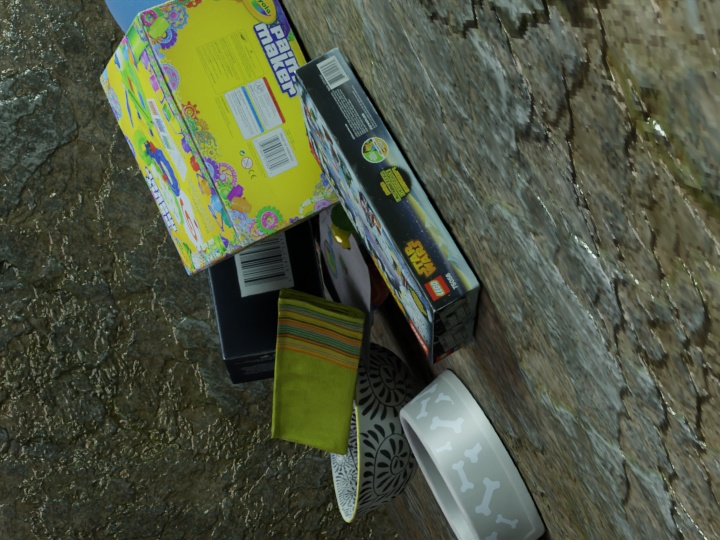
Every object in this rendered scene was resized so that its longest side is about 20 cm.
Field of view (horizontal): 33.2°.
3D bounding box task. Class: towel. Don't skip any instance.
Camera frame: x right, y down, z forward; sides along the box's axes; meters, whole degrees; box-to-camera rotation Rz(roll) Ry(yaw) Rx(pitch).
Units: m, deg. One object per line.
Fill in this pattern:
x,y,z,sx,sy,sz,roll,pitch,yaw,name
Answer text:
-0.045,0.104,1.174,0.018,0.085,0.202,-63,-15,-47,towel

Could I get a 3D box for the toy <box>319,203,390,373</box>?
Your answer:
0.000,0.000,1.155,0.201,0.047,0.116,84,162,-59,toy

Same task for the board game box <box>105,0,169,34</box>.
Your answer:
-0.159,-0.256,1.162,0.198,0.039,0.159,9,142,35,board game box

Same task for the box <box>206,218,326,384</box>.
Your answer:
-0.103,0.006,1.291,0.200,0.115,0.200,101,158,-77,box

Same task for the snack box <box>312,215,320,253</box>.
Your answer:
-0.048,-0.049,1.416,0.073,0.024,0.200,66,173,-17,snack box

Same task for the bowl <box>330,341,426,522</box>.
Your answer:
0.024,0.162,1.289,0.201,0.092,0.205,178,90,-79,bowl

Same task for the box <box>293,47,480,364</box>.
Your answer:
0.019,-0.042,0.869,0.202,0.039,0.137,60,174,18,box

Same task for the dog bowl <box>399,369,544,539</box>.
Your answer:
0.100,0.192,1.092,0.202,0.058,0.200,62,174,12,dog bowl

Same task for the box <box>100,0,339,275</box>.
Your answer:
-0.119,-0.121,1.049,0.203,0.121,0.192,65,157,-3,box
